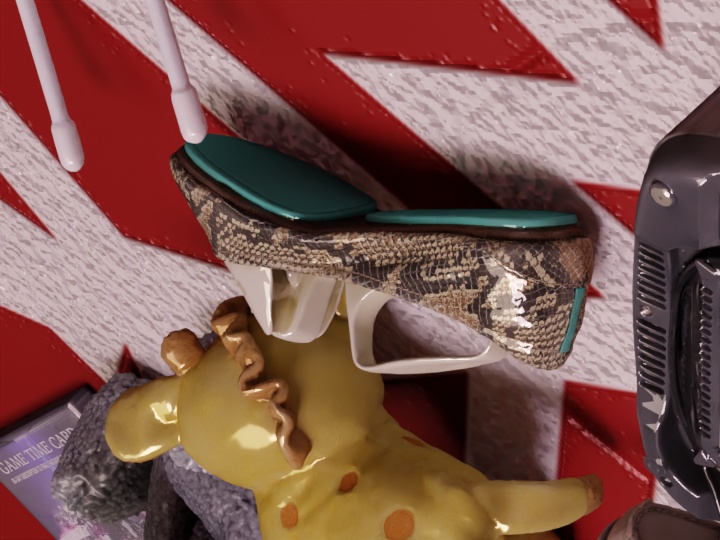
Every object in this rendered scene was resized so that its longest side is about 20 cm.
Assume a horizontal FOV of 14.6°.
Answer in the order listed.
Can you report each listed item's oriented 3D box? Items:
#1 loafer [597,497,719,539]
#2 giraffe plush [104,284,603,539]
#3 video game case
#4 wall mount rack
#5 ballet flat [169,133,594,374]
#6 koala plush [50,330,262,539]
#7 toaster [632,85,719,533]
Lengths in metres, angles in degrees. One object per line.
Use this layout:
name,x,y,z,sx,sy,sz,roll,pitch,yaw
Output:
loafer,0.184,0.143,1.059,0.200,0.072,0.063,35,135,1
giraffe plush,-0.015,0.087,1.148,0.162,0.173,0.200,52,156,15
video game case,-0.106,0.150,1.472,0.200,0.019,0.143,48,151,-8
wall mount rack,-0.137,-0.120,1.077,0.174,0.075,0.200,36,161,-22
ballet flat,0.000,0.000,1.068,0.200,0.068,0.075,14,104,38
koala plush,-0.084,0.161,1.267,0.184,0.200,0.177,47,151,-9
toaster,0.156,0.004,0.824,0.114,0.129,0.200,27,147,28
